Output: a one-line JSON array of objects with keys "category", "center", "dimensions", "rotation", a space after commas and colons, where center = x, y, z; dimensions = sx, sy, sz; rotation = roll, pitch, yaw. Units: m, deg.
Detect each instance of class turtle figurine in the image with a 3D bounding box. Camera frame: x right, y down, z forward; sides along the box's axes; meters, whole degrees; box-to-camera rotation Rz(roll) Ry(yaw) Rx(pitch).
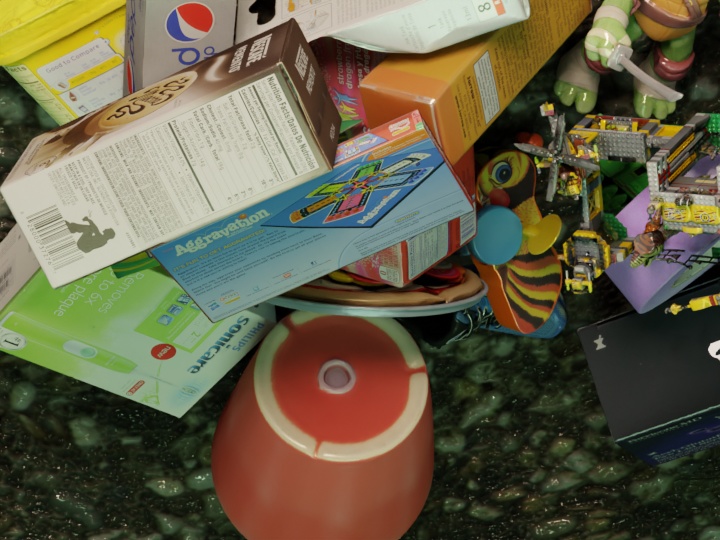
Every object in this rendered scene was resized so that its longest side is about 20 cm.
[{"category": "turtle figurine", "center": [0.225, -0.151, 1.490], "dimensions": [0.144, 0.200, 0.194], "rotation": [-29, 170, -24]}]

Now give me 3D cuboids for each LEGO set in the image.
[{"category": "LEGO set", "center": [0.207, -0.037, 1.441], "dimensions": [0.200, 0.116, 0.154], "rotation": [14, 121, 25]}]

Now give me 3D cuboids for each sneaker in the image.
[{"category": "sneaker", "center": [0.084, 0.033, 1.727], "dimensions": [0.199, 0.089, 0.079], "rotation": [12, 135, -20]}]

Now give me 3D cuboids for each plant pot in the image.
[{"category": "plant pot", "center": [-0.025, 0.124, 1.699], "dimensions": [0.200, 0.201, 0.177], "rotation": [-2, 154, -7]}]

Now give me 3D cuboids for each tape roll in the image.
[{"category": "tape roll", "center": [0.276, -0.053, 1.597], "dimensions": [0.200, 0.066, 0.200], "rotation": [-38, 170, -8]}]

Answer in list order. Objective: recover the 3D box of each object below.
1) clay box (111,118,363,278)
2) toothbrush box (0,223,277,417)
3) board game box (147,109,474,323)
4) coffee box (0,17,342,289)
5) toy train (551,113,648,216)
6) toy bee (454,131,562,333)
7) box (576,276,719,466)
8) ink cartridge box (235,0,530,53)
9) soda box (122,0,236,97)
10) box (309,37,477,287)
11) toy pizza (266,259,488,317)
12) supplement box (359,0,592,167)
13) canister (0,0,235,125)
[{"category": "clay box", "center": [-0.088, -0.052, 1.465], "dimensions": [0.200, 0.115, 0.048], "rotation": [-14, 104, 48]}, {"category": "toothbrush box", "center": [-0.191, 0.020, 1.674], "dimensions": [0.200, 0.086, 0.146], "rotation": [24, 129, -32]}, {"category": "board game box", "center": [-0.033, -0.033, 1.364], "dimensions": [0.200, 0.019, 0.103], "rotation": [-23, 144, 10]}, {"category": "coffee box", "center": [-0.118, -0.076, 1.320], "dimensions": [0.200, 0.113, 0.080], "rotation": [-23, 108, 10]}, {"category": "toy train", "center": [0.203, -0.079, 1.614], "dimensions": [0.056, 0.042, 0.200], "rotation": [-31, 159, 14]}, {"category": "toy bee", "center": [0.116, -0.053, 1.624], "dimensions": [0.109, 0.131, 0.200], "rotation": [-40, 135, -14]}, {"category": "box", "center": [0.284, 0.088, 1.754], "dimensions": [0.148, 0.105, 0.200], "rotation": [-21, 164, 14]}, {"category": "ink cartridge box", "center": [0.014, -0.195, 1.412], "dimensions": [0.200, 0.162, 0.050], "rotation": [-21, 124, 14]}, {"category": "soda box", "center": [-0.123, -0.159, 1.381], "dimensions": [0.063, 0.068, 0.200], "rotation": [-6, 134, -15]}, {"category": "box", "center": [0.018, -0.103, 1.495], "dimensions": [0.095, 0.100, 0.200], "rotation": [17, 125, 34]}, {"category": "toy pizza", "center": [0.000, 0.000, 1.586], "dimensions": [0.200, 0.200, 0.032], "rotation": [1, 101, -10]}, {"category": "supplement box", "center": [0.084, -0.156, 1.422], "dimensions": [0.066, 0.200, 0.069], "rotation": [17, 141, 34]}, {"category": "canister", "center": [-0.171, -0.154, 1.486], "dimensions": [0.148, 0.087, 0.200], "rotation": [-25, 137, 15]}]
